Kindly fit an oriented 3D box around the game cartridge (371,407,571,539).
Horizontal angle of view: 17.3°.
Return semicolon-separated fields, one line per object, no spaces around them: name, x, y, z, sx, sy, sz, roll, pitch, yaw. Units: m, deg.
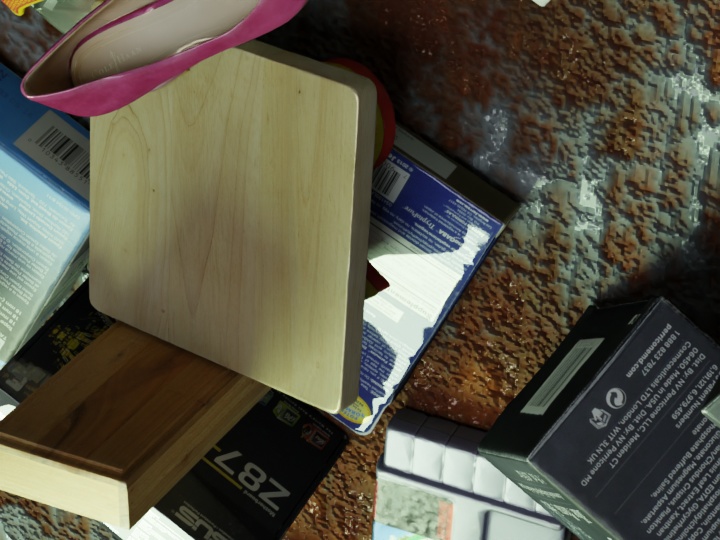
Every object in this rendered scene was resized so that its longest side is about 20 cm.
game cartridge;0.068;0.190;1.525;0.129;0.038;0.200;13;125;14

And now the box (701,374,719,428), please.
box;0.273;0.021;1.204;0.106;0.200;0.122;41;129;-2

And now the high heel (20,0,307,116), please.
high heel;-0.096;-0.146;1.259;0.200;0.096;0.068;-29;82;38

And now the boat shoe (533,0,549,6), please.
boat shoe;0.150;-0.196;1.215;0.200;0.071;0.069;-26;108;45

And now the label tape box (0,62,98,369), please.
label tape box;-0.248;-0.031;1.521;0.144;0.063;0.200;38;132;0

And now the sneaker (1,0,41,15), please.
sneaker;-0.132;-0.198;1.338;0.200;0.073;0.077;-10;146;28

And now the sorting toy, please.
sorting toy;-0.063;-0.047;1.380;0.198;0.070;0.201;22;121;33

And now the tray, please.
tray;-0.127;0.075;1.400;0.098;0.200;0.037;14;123;23

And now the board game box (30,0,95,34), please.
board game box;-0.154;-0.229;1.373;0.105;0.023;0.200;43;129;-3

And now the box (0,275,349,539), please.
box;-0.124;0.101;1.481;0.200;0.161;0.049;38;129;1

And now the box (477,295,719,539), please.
box;0.184;0.122;1.305;0.200;0.197;0.118;40;85;-2

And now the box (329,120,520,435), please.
box;0.000;0.000;1.436;0.121;0.032;0.200;35;128;4
